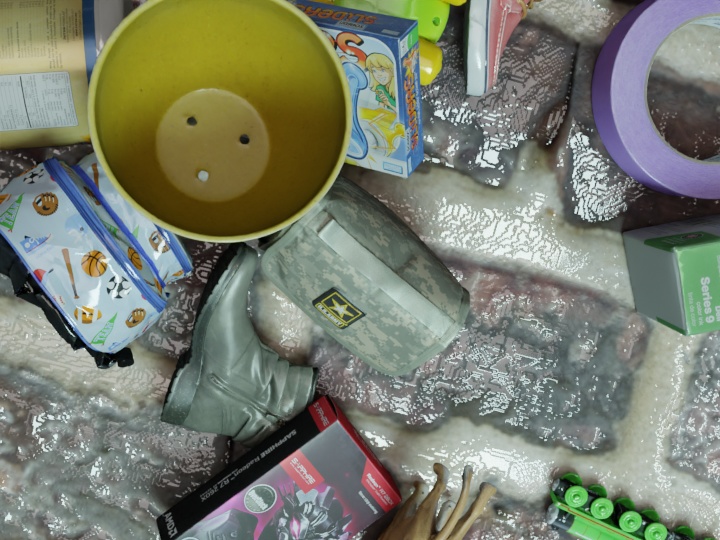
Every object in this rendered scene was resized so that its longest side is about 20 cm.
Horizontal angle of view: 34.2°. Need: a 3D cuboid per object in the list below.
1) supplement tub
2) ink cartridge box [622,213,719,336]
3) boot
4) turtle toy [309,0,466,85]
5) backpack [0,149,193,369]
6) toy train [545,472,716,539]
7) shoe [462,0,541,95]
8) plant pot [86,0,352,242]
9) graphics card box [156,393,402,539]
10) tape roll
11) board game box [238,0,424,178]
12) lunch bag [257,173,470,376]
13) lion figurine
[{"bbox_3d":[-0.294,-0.176,1.000,0.199,0.145,0.145,-4,96,-4],"label":"supplement tub"},{"bbox_3d":[0.364,-0.008,1.077,0.199,0.145,0.088,-12,98,-4],"label":"ink cartridge box"},{"bbox_3d":[-0.096,0.076,1.083,0.130,0.068,0.200,19,110,-10],"label":"boot"},{"bbox_3d":[0.007,-0.219,1.045,0.145,0.101,0.201,22,94,-6],"label":"turtle toy"},{"bbox_3d":[-0.233,-0.015,1.000,0.154,0.191,0.200,-42,97,0],"label":"backpack"},{"bbox_3d":[0.271,0.262,1.152,0.200,0.042,0.057,25,104,-7],"label":"toy train"},{"bbox_3d":[0.144,-0.258,1.068,0.091,0.071,0.201,4,91,0],"label":"shoe"},{"bbox_3d":[-0.117,-0.115,0.948,0.199,0.142,0.201,1,85,-11],"label":"plant pot"},{"bbox_3d":[-0.074,0.223,1.091,0.200,0.051,0.126,-35,121,0],"label":"graphics card box"},{"bbox_3d":[0.323,-0.168,1.098,0.199,0.066,0.201,0,95,-5],"label":"tape roll"},{"bbox_3d":[-0.044,-0.164,1.000,0.199,0.034,0.136,16,134,24],"label":"board game box"},{"bbox_3d":[0.000,0.000,1.018,0.164,0.200,0.118,41,91,-9],"label":"lunch bag"},{"bbox_3d":[0.054,0.248,1.069,0.072,0.200,0.123,32,66,9],"label":"lion figurine"}]
